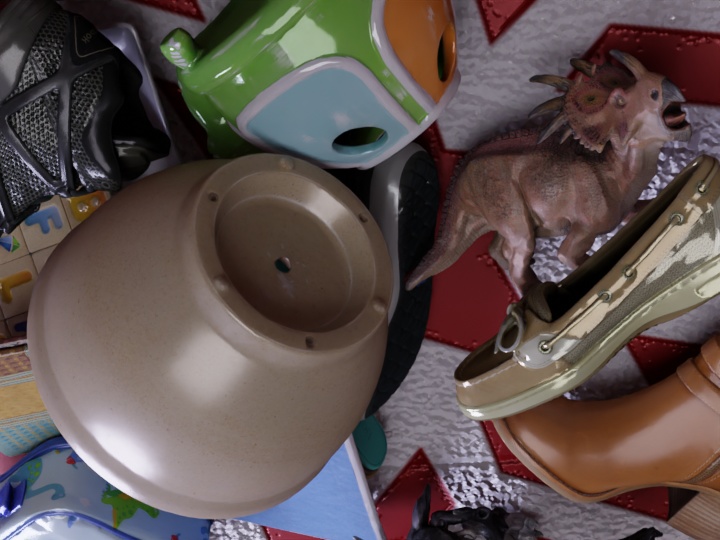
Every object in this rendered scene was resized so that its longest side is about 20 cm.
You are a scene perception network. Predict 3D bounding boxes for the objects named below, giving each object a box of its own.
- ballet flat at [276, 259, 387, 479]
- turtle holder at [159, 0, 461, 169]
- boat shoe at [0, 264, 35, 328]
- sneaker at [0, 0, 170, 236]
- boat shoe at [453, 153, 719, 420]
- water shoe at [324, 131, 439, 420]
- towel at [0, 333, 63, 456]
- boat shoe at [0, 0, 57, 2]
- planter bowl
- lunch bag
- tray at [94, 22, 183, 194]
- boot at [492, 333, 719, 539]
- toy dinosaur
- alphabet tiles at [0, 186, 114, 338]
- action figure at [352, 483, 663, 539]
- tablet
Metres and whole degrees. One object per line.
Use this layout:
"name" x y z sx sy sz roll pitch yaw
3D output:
"ballet flat" -0.049 0.062 1.019 0.063 0.069 0.200 -9 119 32
"turtle holder" -0.031 -0.114 0.856 0.185 0.141 0.132 -41 107 17
"boat shoe" -0.218 0.019 1.008 0.200 0.060 0.076 4 119 19
"sneaker" -0.186 -0.054 0.906 0.114 0.076 0.200 31 115 -1
"boat shoe" 0.126 0.012 0.852 0.201 0.073 0.063 -33 106 26
"water shoe" 0.000 0.000 0.979 0.079 0.071 0.200 23 123 24
"towel" -0.188 0.074 0.992 0.146 0.022 0.200 -11 159 0
"boat shoe" -0.148 -0.200 0.879 0.200 0.072 0.068 -12 85 27
"planter bowl" -0.064 0.019 0.849 0.200 0.200 0.135 35 139 -12
"lunch bag" -0.213 0.205 1.106 0.161 0.083 0.200 30 127 -32
"tray" -0.151 -0.064 0.974 0.107 0.022 0.200 0 123 27
"boot" 0.197 0.083 0.981 0.200 0.074 0.155 21 125 -17
"toy dinosaur" 0.108 -0.056 0.905 0.200 0.086 0.136 -16 118 24
"alphabet tiles" -0.239 -0.016 0.973 0.200 0.006 0.167 -18 92 19
"action figure" 0.097 0.209 1.033 0.200 0.119 0.102 0 156 25
"tablet" -0.056 0.131 1.036 0.130 0.014 0.200 9 148 16
